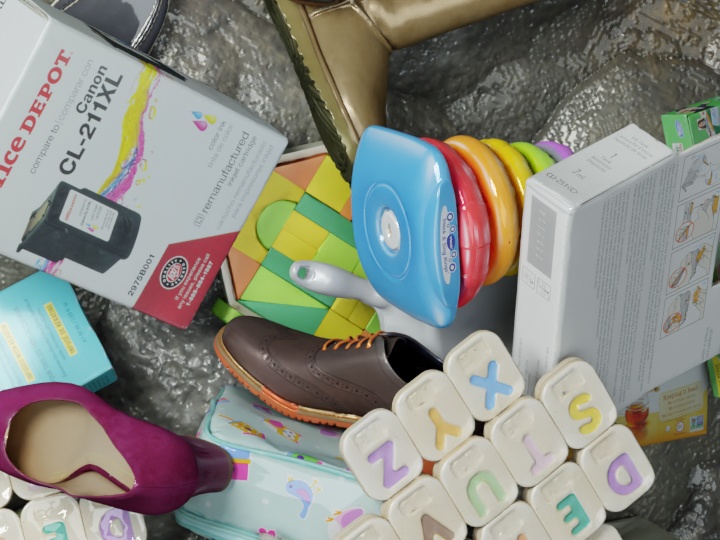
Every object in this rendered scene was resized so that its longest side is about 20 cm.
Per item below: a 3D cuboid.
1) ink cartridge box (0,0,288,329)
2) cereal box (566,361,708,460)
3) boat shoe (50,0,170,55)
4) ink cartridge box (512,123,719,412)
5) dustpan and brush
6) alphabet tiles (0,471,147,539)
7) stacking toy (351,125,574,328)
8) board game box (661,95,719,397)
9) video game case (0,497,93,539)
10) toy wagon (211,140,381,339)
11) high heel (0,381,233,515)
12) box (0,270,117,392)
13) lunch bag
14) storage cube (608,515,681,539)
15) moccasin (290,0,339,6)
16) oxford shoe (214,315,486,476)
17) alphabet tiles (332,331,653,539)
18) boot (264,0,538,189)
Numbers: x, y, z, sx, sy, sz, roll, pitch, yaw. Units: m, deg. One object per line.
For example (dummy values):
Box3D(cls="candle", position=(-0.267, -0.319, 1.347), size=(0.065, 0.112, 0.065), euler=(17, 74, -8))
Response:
Box3D(cls="ink cartridge box", position=(-0.168, -0.068, 1.316), size=(0.199, 0.083, 0.147), euler=(24, 98, -40))
Box3D(cls="cereal box", position=(0.178, 0.021, 1.435), size=(0.143, 0.039, 0.202), euler=(-7, 101, -34))
Box3D(cls="boat shoe", position=(-0.197, -0.123, 1.352), size=(0.200, 0.063, 0.073), euler=(-42, 102, -3))
Box3D(cls="ink cartridge box", position=(0.175, -0.001, 1.330), size=(0.175, 0.045, 0.201), euler=(-26, 137, -30))
Box3D(cls="dustpan and brush", position=(0.042, 0.023, 1.389), size=(0.199, 0.057, 0.141), euler=(16, 87, -42))
Box3D(cls="alphabet tiles", position=(-0.246, 0.159, 1.384), size=(0.198, 0.015, 0.197), euler=(-14, 85, -6))
Box3D(cls="stacking toy", position=(0.103, -0.043, 1.326), size=(0.199, 0.110, 0.117), euler=(-12, 109, -26))
Box3D(cls="board game box", position=(0.283, -0.027, 1.455), size=(0.134, 0.029, 0.202), euler=(-19, 103, -30))
Box3D(cls="video game case", position=(-0.221, 0.264, 1.426), size=(0.180, 0.036, 0.201), euler=(-23, 103, -6))
Box3D(cls="toy wagon", position=(0.000, 0.000, 1.423), size=(0.199, 0.040, 0.156), euler=(32, 92, -14))
Box3D(cls="high heel", position=(-0.179, 0.104, 1.256), size=(0.198, 0.096, 0.068), euler=(3, 90, 29))
Box3D(cls="box", position=(-0.264, 0.079, 1.363), size=(0.199, 0.049, 0.083), euler=(-29, 81, -8))
Box3D(cls="lunch bag", position=(-0.033, 0.140, 1.350), size=(0.159, 0.200, 0.078), euler=(20, 96, -2))
Box3D(cls="storage cube", position=(0.160, 0.286, 1.421), size=(0.169, 0.200, 0.182), euler=(-8, 100, -17))
Box3D(cls="moccasin", position=(-0.026, -0.272, 1.334), size=(0.073, 0.078, 0.203), euler=(10, 74, -8))
Box3D(cls="oxford shoe", position=(-0.001, 0.062, 1.350), size=(0.199, 0.071, 0.073), euler=(21, 122, 15))
Box3D(cls="alphabet tiles", position=(0.081, 0.146, 1.269), size=(0.199, 0.015, 0.196), euler=(-36, 107, -14))
Box3D(cls="boot", position=(0.053, -0.162, 1.373), size=(0.199, 0.066, 0.176), euler=(-22, 81, -7))
